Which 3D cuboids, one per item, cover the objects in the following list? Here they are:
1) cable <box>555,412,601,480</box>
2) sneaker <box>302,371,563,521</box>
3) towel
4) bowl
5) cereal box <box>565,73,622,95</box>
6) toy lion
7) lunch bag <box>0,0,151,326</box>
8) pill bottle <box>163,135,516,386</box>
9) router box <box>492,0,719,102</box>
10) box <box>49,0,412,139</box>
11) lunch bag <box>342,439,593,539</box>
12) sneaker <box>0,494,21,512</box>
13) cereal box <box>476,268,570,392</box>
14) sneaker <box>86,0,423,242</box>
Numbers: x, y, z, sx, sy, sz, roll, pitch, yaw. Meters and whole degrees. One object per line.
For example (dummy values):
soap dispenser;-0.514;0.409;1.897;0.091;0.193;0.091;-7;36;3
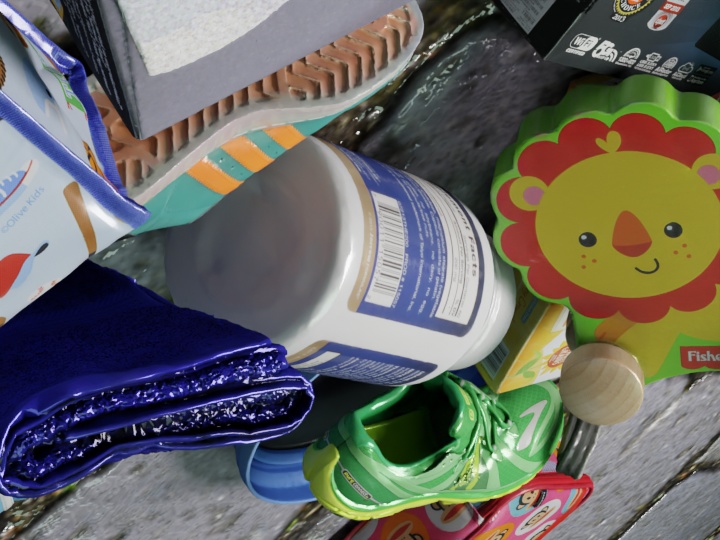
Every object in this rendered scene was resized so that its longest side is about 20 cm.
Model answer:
cable;0.174;0.070;1.155;0.098;0.050;0.200;-60;-175;26
sneaker;0.059;0.103;1.052;0.198;0.074;0.084;-13;150;-37
towel;-0.133;0.032;0.699;0.147;0.199;0.050;-9;107;-39
bowl;0.006;0.071;1.065;0.199;0.040;0.201;-27;152;-15
cereal box;0.170;-0.058;1.045;0.143;0.040;0.201;-21;151;-25
toy lion;0.169;-0.012;0.876;0.198;0.069;0.193;0;126;14
lunch bag;-0.196;-0.040;0.568;0.169;0.124;0.200;-38;141;5
pill bottle;0.000;0.000;0.863;0.111;0.111;0.199;-44;152;18
router box;0.174;-0.167;0.846;0.199;0.062;0.150;2;134;-50
box;-0.023;-0.160;0.573;0.199;0.115;0.133;-29;153;-12
lunch bag;0.083;0.202;1.331;0.200;0.082;0.176;-44;156;20
sneaker;-0.200;0.070;0.787;0.130;0.080;0.200;-31;163;-3
cereal box;0.175;-0.001;1.035;0.198;0.040;0.145;-12;144;-35
sneaker;-0.064;-0.071;0.736;0.199;0.072;0.080;-29;171;-23
